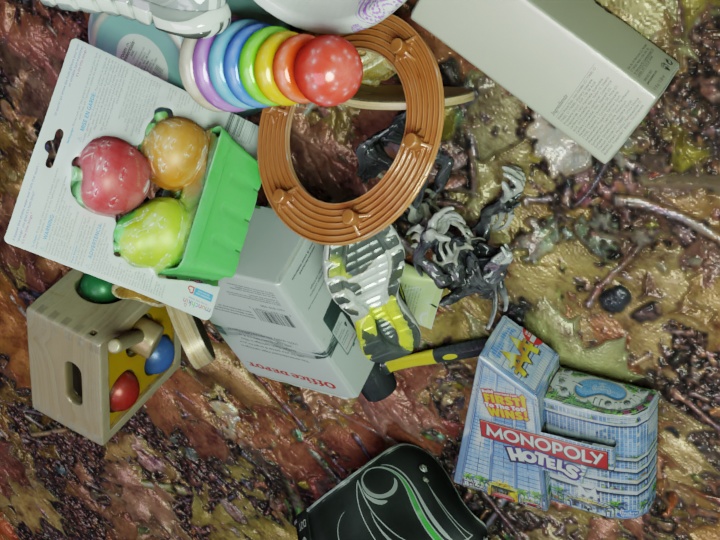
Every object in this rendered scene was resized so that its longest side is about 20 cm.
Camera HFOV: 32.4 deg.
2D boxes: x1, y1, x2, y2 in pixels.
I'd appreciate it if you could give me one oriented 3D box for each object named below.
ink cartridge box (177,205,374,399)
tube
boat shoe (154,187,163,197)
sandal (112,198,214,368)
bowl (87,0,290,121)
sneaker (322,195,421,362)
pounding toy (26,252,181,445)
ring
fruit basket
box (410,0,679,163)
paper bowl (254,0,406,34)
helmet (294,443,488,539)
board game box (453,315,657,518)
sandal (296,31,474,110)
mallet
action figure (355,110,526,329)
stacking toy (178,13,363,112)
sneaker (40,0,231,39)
[{"bbox_3d":[-0.079,0.029,1.215,0.145,0.084,0.201,12,149,32],"label":"ink cartridge box"},{"bbox_3d":[-0.011,-0.007,1.231,0.198,0.058,0.052,26,94,12],"label":"tube"},{"bbox_3d":[-0.152,-0.093,1.241,0.071,0.072,0.200,45,137,-10],"label":"boat shoe"},{"bbox_3d":[-0.218,0.015,1.257,0.213,0.069,0.078,63,179,28],"label":"sandal"},{"bbox_3d":[-0.173,-0.211,1.147,0.199,0.105,0.203,17,129,22],"label":"bowl"},{"bbox_3d":[0.000,0.000,1.122,0.074,0.085,0.201,-20,137,-5],"label":"sneaker"},{"bbox_3d":[-0.271,0.076,1.367,0.141,0.184,0.202,24,132,17],"label":"pounding toy"},{"bbox_3d":[-0.016,-0.122,1.034,0.199,0.019,0.203,-9,76,38],"label":"ring"},{"bbox_3d":[-0.191,-0.075,1.075,0.198,0.187,0.093,21,165,-25],"label":"fruit basket"},{"bbox_3d":[0.145,-0.182,0.978,0.199,0.068,0.082,39,135,4],"label":"box"},{"bbox_3d":[-0.019,-0.299,0.978,0.199,0.104,0.202,18,129,23],"label":"paper bowl"},{"bbox_3d":[0.040,0.308,1.338,0.191,0.199,0.200,54,136,12],"label":"helmet"},{"bbox_3d":[0.179,0.145,1.183,0.198,0.062,0.201,13,136,26],"label":"board game box"},{"bbox_3d":[-0.002,-0.181,1.077,0.210,0.077,0.070,6,110,33],"label":"sandal"},{"bbox_3d":[0.066,0.080,1.250,0.199,0.041,0.066,-22,111,38],"label":"mallet"},{"bbox_3d":[0.083,-0.049,1.088,0.201,0.119,0.102,53,141,-2],"label":"action figure"},{"bbox_3d":[-0.067,-0.164,1.010,0.199,0.085,0.086,18,134,51],"label":"stacking toy"},{"bbox_3d":[-0.193,-0.267,1.005,0.198,0.075,0.117,14,118,10],"label":"sneaker"}]
